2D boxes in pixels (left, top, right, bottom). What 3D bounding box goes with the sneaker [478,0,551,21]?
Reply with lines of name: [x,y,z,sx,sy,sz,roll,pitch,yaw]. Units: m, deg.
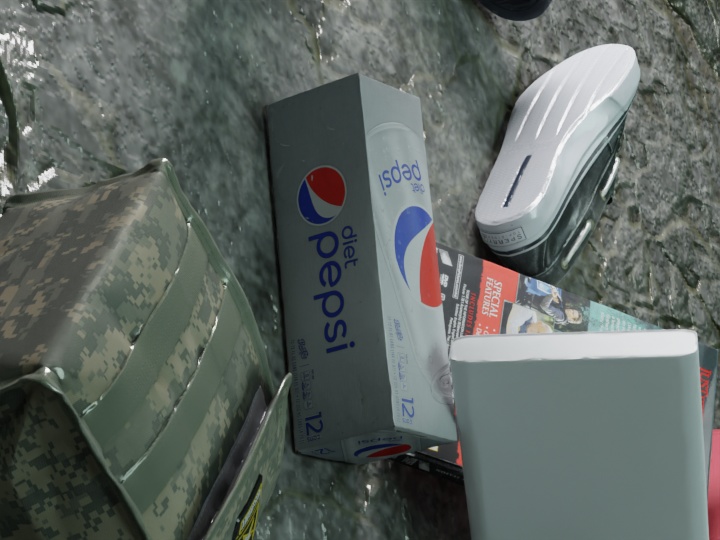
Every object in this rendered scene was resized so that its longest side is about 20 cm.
sneaker: [0.073,-0.254,1.690,0.201,0.066,0.079,59,31,-23]

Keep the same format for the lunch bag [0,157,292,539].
lunch bag: [-0.107,0.082,1.221,0.201,0.117,0.164,62,33,-28]

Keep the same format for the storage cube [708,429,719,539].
storage cube: [0.249,0.213,1.628,0.180,0.199,0.172,-50,127,-51]

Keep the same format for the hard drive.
hard drive: [0.124,0.121,1.474,0.027,0.131,0.201,-80,165,-54]

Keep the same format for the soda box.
soda box: [0.000,0.000,1.462,0.063,0.068,0.201,17,61,-53]

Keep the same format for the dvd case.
dvd case: [0.114,0.076,1.556,0.199,0.022,0.147,19,54,-15]

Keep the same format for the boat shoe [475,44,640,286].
boat shoe: [0.128,-0.064,1.700,0.200,0.072,0.071,-56,132,-39]
